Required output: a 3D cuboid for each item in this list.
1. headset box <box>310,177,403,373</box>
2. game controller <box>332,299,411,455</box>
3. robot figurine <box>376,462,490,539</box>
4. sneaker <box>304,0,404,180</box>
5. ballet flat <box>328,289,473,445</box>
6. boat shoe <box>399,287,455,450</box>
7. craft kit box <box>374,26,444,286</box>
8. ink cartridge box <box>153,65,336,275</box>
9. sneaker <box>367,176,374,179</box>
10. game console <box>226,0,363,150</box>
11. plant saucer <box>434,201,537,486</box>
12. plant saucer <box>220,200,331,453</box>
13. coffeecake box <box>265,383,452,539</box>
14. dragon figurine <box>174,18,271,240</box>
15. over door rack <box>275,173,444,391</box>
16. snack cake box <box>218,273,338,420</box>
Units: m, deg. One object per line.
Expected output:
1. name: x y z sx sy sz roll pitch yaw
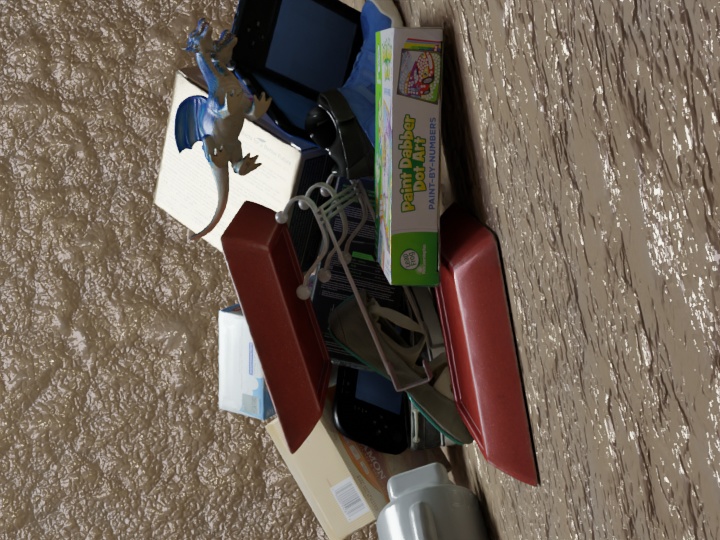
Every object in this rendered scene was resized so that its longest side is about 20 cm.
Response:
1. headset box: 0.000 0.000 1.653 0.174 0.092 0.202 115 167 -84
2. game controller: 0.021 0.105 1.770 0.104 0.042 0.202 29 -125 -35
3. robot figurine: 0.082 0.300 1.613 0.170 0.112 0.201 57 -164 -54
4. sneaker: -0.004 -0.172 1.482 0.077 0.110 0.202 85 173 -61
5. ballet flat: 0.056 0.094 1.532 0.200 0.064 0.068 41 -164 -18
6. boat shoe: 0.061 0.102 1.701 0.071 0.063 0.202 -114 13 -74
7. craft kit box: 0.038 -0.099 1.291 0.200 0.048 0.200 -116 29 -82
8. ink cartridge box: -0.123 -0.104 1.681 0.199 0.075 0.166 35 123 31
9. sneaker: -0.024 -0.060 1.835 0.201 0.099 0.075 -60 14 -27
10. game console: -0.028 -0.198 1.578 0.199 0.118 0.172 19 -97 -47
11. plant saucer: 0.093 0.057 1.281 0.200 0.036 0.202 -121 20 -78
12. plant saucer: -0.070 0.042 1.442 0.200 0.036 0.202 -79 -29 -78
13. coffeecake box: 0.002 0.205 1.809 0.154 0.073 0.200 59 -151 7
14. dragon figurine: -0.139 -0.135 1.501 0.099 0.058 0.202 29 114 52
15. over door rack: 0.003 0.013 1.432 0.201 0.066 0.148 56 -159 -3
16. snack cake box: -0.075 0.082 1.776 0.199 0.067 0.116 -22 -62 -54
